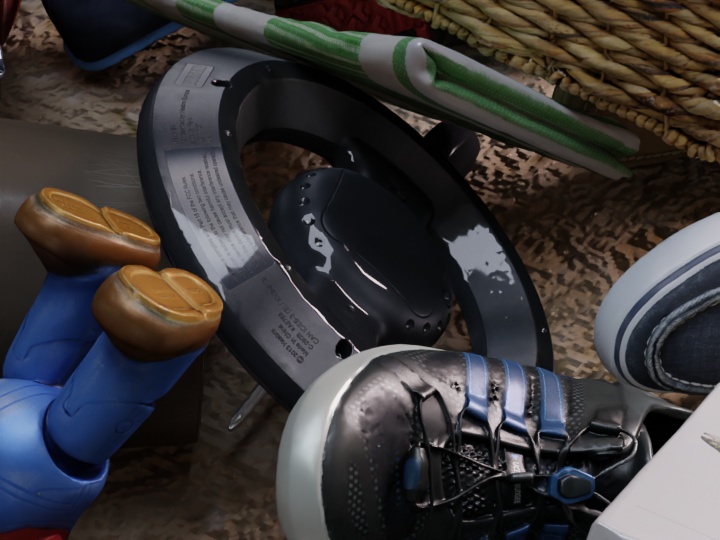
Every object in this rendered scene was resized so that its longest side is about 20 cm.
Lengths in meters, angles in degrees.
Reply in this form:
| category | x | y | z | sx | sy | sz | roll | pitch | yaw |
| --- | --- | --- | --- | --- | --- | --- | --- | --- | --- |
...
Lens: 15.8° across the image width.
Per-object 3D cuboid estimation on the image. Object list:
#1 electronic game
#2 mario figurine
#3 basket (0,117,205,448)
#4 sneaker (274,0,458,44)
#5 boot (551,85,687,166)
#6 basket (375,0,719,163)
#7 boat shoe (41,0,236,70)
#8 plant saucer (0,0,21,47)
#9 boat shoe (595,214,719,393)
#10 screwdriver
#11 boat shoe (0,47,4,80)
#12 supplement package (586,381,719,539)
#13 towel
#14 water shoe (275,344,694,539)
| category | x | y | z | sx | sy | sz | roll | pitch | yaw |
| --- | --- | --- | --- | --- | --- | --- | --- | --- | --- |
| electronic game | -0.001 | -0.001 | 0.949 | 0.042 | 0.200 | 0.200 | -41 | 31 | 27 |
| mario figurine | -0.130 | 0.076 | 0.856 | 0.106 | 0.200 | 0.123 | 25 | 14 | -12 |
| basket | -0.158 | 0.005 | 0.966 | 0.200 | 0.180 | 0.136 | 1 | 50 | -5 |
| sneaker | 0.062 | -0.152 | 1.174 | 0.200 | 0.079 | 0.096 | -2 | 39 | 6 |
| boot | 0.193 | -0.063 | 1.053 | 0.200 | 0.072 | 0.155 | -18 | 37 | -19 |
| basket | 0.119 | -0.155 | 0.993 | 0.200 | 0.149 | 0.143 | 29 | 41 | 36 |
| boat shoe | -0.065 | -0.155 | 1.133 | 0.200 | 0.069 | 0.084 | -29 | 16 | 21 |
| plant saucer | -0.233 | -0.110 | 1.116 | 0.199 | 0.200 | 0.037 | -17 | 81 | -12 |
| boat shoe | 0.192 | 0.020 | 0.947 | 0.200 | 0.071 | 0.091 | -13 | 37 | -10 |
| screwdriver | 0.000 | 0.000 | 1.039 | 0.029 | 0.028 | 0.200 | -15 | 27 | 37 |
| boat shoe | -0.242 | -0.066 | 1.051 | 0.200 | 0.091 | 0.071 | -16 | 75 | -45 |
| supplement package | 0.125 | 0.114 | 0.752 | 0.117 | 0.117 | 0.200 | 26 | 22 | 14 |
| towel | -0.003 | -0.086 | 1.042 | 0.200 | 0.023 | 0.152 | 22 | 3 | 43 |
| water shoe | 0.057 | 0.060 | 0.857 | 0.079 | 0.072 | 0.200 | 1 | 2 | 41 |
